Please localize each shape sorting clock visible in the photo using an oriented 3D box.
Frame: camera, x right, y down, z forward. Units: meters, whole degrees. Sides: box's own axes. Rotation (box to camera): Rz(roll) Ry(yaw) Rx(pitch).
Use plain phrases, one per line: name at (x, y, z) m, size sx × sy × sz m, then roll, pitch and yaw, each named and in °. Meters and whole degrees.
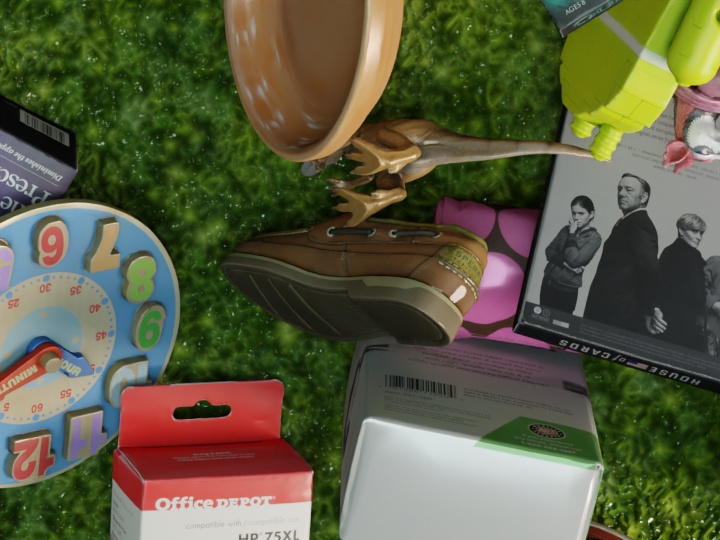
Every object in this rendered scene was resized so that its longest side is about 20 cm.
shape sorting clock at (-0.198, 0.048, 1.737) m, size 0.200 × 0.039 × 0.200 m, roll -22°, pitch 132°, yaw -26°

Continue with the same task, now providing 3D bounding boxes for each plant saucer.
plant saucer at (-0.025, -0.165, 1.661) m, size 0.037 × 0.200 × 0.201 m, roll -3°, pitch 107°, yaw -26°

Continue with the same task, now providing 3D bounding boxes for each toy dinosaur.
toy dinosaur at (0.036, -0.074, 1.695) m, size 0.200 × 0.106 × 0.061 m, roll 5°, pitch 119°, yaw 34°

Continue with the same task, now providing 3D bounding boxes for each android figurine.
android figurine at (0.177, -0.161, 1.661) m, size 0.041 × 0.182 × 0.200 m, roll 22°, pitch 102°, yaw -19°

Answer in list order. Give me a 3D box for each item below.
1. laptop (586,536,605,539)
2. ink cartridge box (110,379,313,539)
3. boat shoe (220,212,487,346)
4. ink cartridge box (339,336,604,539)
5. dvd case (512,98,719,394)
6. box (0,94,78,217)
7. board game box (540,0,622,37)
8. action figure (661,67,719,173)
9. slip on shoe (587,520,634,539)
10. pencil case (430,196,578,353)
laptop at (0.140, 0.276, 1.784) m, size 0.200 × 0.116 × 0.187 m, roll 14°, pitch 125°, yaw -33°
ink cartridge box at (-0.097, 0.176, 1.793) m, size 0.116 × 0.067 × 0.201 m, roll -2°, pitch 106°, yaw -20°
boat shoe at (0.000, 0.000, 1.727) m, size 0.072 × 0.200 × 0.068 m, roll 49°, pitch 63°, yaw -40°
ink cartridge box at (0.064, 0.102, 1.723) m, size 0.146 × 0.200 × 0.085 m, roll 12°, pitch 108°, yaw -3°
dvd case at (0.185, -0.035, 1.719) m, size 0.150 × 0.025 × 0.201 m, roll 16°, pitch 67°, yaw -5°
box at (-0.294, -0.061, 1.726) m, size 0.200 × 0.079 × 0.141 m, roll 28°, pitch 106°, yaw -16°
board game box at (0.163, -0.241, 1.577) m, size 0.200 × 0.028 × 0.135 m, roll -32°, pitch 82°, yaw 5°
action figure at (0.233, -0.146, 1.674) m, size 0.149 × 0.134 × 0.200 m, roll 38°, pitch 86°, yaw -9°
slip on shoe at (0.094, 0.194, 1.819) m, size 0.199 × 0.061 × 0.074 m, roll 9°, pitch 103°, yaw -4°
pencil case at (0.136, 0.013, 1.758) m, size 0.199 × 0.091 × 0.094 m, roll 10°, pitch 106°, yaw -1°
